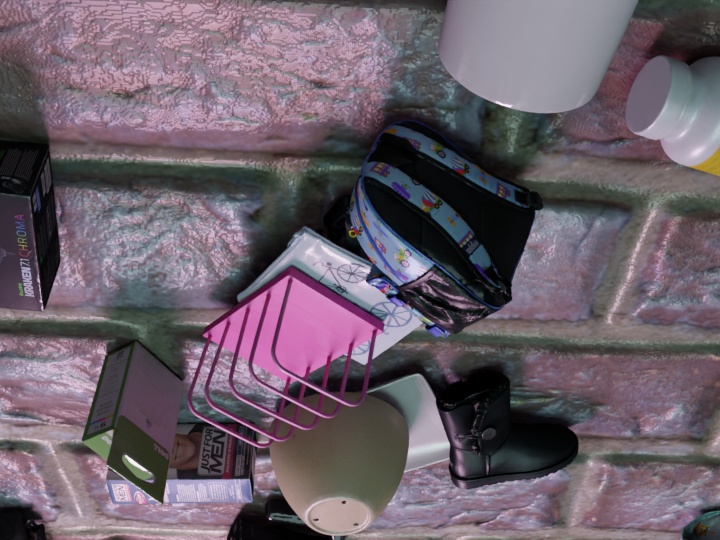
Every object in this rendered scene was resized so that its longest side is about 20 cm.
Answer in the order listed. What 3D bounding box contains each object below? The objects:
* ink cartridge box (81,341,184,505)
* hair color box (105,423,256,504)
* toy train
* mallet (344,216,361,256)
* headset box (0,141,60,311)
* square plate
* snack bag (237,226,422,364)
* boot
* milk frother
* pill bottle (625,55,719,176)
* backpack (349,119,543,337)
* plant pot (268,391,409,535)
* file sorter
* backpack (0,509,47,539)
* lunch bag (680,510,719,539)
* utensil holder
[{"bbox_3d":[-0.292,0.201,1.211,0.059,0.200,0.104,-24,128,20],"label":"ink cartridge box"},{"bbox_3d":[-0.252,0.275,1.349,0.200,0.100,0.061,-1,132,-1],"label":"hair color box"},{"bbox_3d":[-0.058,-0.024,1.122,0.046,0.034,0.200,31,125,-24],"label":"toy train"},{"bbox_3d":[0.000,0.000,1.110,0.066,0.041,0.200,7,148,-6],"label":"mallet"},{"bbox_3d":[-0.448,-0.054,1.045,0.200,0.093,0.174,6,132,-6],"label":"headset box"},{"bbox_3d":[0.034,0.227,1.361,0.198,0.028,0.200,-19,130,17],"label":"square plate"},{"bbox_3d":[-0.028,0.034,1.118,0.200,0.021,0.189,27,142,-19],"label":"snack bag"},{"bbox_3d":[0.209,0.213,1.318,0.200,0.076,0.168,-13,125,-5],"label":"boot"},{"bbox_3d":[-0.111,0.481,1.478,0.188,0.200,0.181,15,127,-15],"label":"milk frother"},{"bbox_3d":[0.379,-0.151,0.962,0.200,0.112,0.112,13,131,-14],"label":"pill bottle"},{"bbox_3d":[0.071,-0.051,1.010,0.200,0.183,0.135,36,141,-13],"label":"backpack"},{"bbox_3d":[-0.029,0.282,1.301,0.200,0.135,0.200,-1,132,-1],"label":"plant pot"},{"bbox_3d":[-0.095,0.115,1.121,0.139,0.125,0.200,32,140,-24],"label":"file sorter"},{"bbox_3d":[-0.583,0.493,1.522,0.127,0.167,0.200,14,137,12],"label":"backpack"},{"bbox_3d":[0.623,0.479,1.549,0.200,0.122,0.170,-5,136,14],"label":"lunch bag"},{"bbox_3d":[0.166,-0.263,0.819,0.170,0.170,0.200,6,135,-7],"label":"utensil holder"}]
